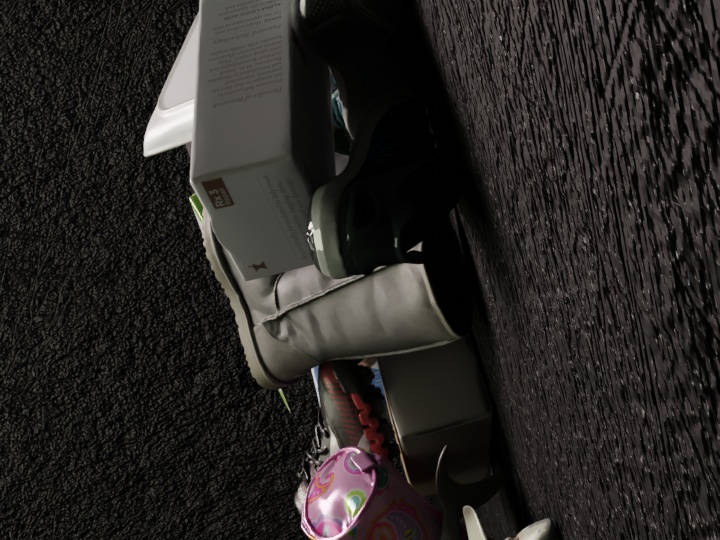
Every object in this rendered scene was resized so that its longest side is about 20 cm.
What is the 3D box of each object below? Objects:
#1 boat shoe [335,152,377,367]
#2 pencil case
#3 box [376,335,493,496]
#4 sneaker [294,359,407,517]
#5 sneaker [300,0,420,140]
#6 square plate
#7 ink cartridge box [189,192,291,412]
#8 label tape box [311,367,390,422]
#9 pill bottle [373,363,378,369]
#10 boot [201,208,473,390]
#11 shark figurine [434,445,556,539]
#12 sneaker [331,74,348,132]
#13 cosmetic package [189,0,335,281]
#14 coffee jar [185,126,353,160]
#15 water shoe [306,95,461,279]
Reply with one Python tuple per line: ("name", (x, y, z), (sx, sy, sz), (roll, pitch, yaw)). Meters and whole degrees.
("boat shoe", (0.000, 0.000, 1.012), (0.072, 0.068, 0.203), (-33, -55, -50))
("pencil case", (0.046, 0.215, 0.964), (0.199, 0.087, 0.088), (38, -161, -30))
("box", (0.064, 0.119, 1.051), (0.201, 0.076, 0.096), (77, 177, -65))
("sneaker", (-0.014, 0.156, 1.010), (0.071, 0.096, 0.203), (-106, 2, -63))
("sneaker", (-0.004, -0.172, 0.850), (0.201, 0.069, 0.081), (76, -179, -56))
("square plate", (-0.108, -0.206, 1.106), (0.028, 0.196, 0.202), (38, -123, -32))
("ink cartridge box", (-0.080, 0.020, 1.155), (0.149, 0.075, 0.201), (58, 170, 28))
("label tape box", (0.012, 0.069, 1.313), (0.067, 0.141, 0.202), (76, 178, -50))
("pill bottle", (0.014, 0.003, 1.156), (0.201, 0.109, 0.112), (76, 178, -50))
("boot", (-0.021, -0.010, 0.919), (0.199, 0.072, 0.184), (-26, 85, 46))
("shark figurine", (0.097, 0.212, 0.863), (0.214, 0.088, 0.130), (-155, 83, -79))
("sneaker", (-0.009, -0.143, 1.034), (0.201, 0.085, 0.078), (-106, 0, -54))
("cosmetic package", (-0.061, -0.106, 0.818), (0.102, 0.073, 0.202), (65, -165, -50))
("coffee jar", (-0.070, -0.143, 1.180), (0.086, 0.197, 0.105), (-107, 0, -54))
("water shoe", (0.030, -0.052, 0.791), (0.201, 0.078, 0.072), (-61, -34, -54))
